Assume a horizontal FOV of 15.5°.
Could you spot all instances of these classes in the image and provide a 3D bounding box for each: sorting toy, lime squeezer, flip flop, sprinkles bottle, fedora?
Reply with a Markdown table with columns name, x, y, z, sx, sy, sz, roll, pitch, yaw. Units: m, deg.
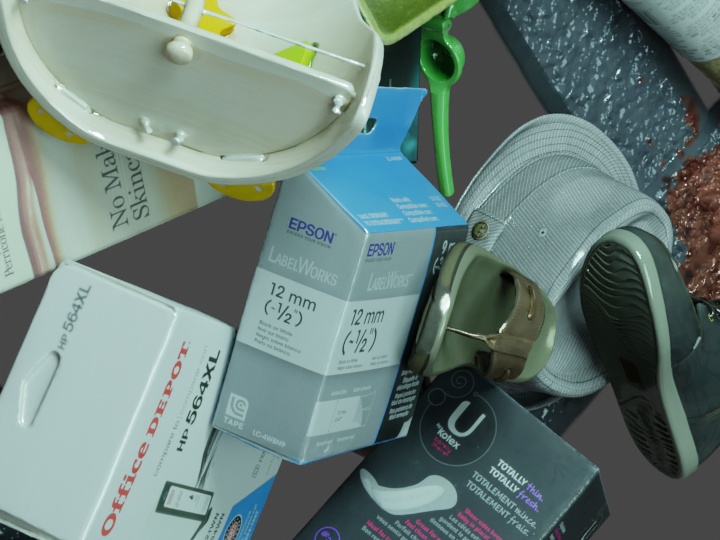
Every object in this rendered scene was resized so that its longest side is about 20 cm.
| name | x | y | z | sx | sy | sz | roll | pitch | yaw |
| --- | --- | --- | --- | --- | --- | --- | --- | --- | --- |
| sorting toy | -0.081 | -0.147 | 1.405 | 0.199 | 0.107 | 0.181 | 19 | 52 | -2 |
| lime squeezer | 0.059 | -0.149 | 1.650 | 0.071 | 0.038 | 0.201 | 9 | 97 | -70 |
| flip flop | 0.083 | 0.035 | 1.549 | 0.200 | 0.057 | 0.081 | 21 | 89 | -65 |
| sprinkles bottle | 0.219 | -0.178 | 1.734 | 0.200 | 0.068 | 0.068 | 36 | 80 | -38 |
| fedora | 0.139 | 0.004 | 1.707 | 0.200 | 0.090 | 0.177 | -52 | 127 | -14 |

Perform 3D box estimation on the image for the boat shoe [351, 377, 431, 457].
| name | x | y | z | sx | sy | sz | roll | pitch | yaw |
| --- | --- | --- | --- | --- | --- | --- | --- | --- | --- |
| boat shoe | 0.008 | 0.018 | 1.630 | 0.063 | 0.073 | 0.201 | -30 | 132 | -39 |

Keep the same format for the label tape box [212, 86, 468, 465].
| name | x | y | z | sx | sy | sz | roll | pitch | yaw |
| --- | --- | --- | --- | --- | --- | --- | --- | --- | --- |
| label tape box | 0.000 | 0.000 | 1.488 | 0.143 | 0.066 | 0.201 | -6 | 117 | -64 |

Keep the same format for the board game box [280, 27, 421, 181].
| name | x | y | z | sx | sy | sz | roll | pitch | yaw |
| --- | --- | --- | --- | --- | --- | --- | --- | --- | --- |
| board game box | -0.022 | -0.157 | 1.581 | 0.135 | 0.028 | 0.201 | -9 | 108 | -35 |

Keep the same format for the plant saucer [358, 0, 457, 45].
| name | x | y | z | sx | sy | sz | roll | pitch | yaw |
| --- | --- | --- | --- | --- | --- | --- | --- | --- | --- |
| plant saucer | 0.021 | -0.256 | 1.540 | 0.200 | 0.048 | 0.200 | -36 | 103 | -33 |

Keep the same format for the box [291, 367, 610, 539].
| name | x | y | z | sx | sy | sz | roll | pitch | yaw |
| --- | --- | --- | --- | --- | --- | --- | --- | --- | --- |
| box | 0.045 | 0.174 | 1.629 | 0.200 | 0.122 | 0.106 | -48 | 160 | -8 |

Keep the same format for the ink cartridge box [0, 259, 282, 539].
| name | x | y | z | sx | sy | sz | roll | pitch | yaw |
| --- | --- | --- | --- | --- | --- | --- | --- | --- | --- |
| ink cartridge box | -0.120 | 0.090 | 1.490 | 0.147 | 0.084 | 0.200 | -68 | 156 | -1 |

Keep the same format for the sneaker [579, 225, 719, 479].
| name | x | y | z | sx | sy | sz | roll | pitch | yaw |
| --- | --- | --- | --- | --- | --- | --- | --- | --- | --- |
| sneaker | 0.206 | 0.029 | 1.666 | 0.106 | 0.075 | 0.201 | -37 | 135 | -20 |

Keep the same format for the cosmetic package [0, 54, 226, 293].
| name | x | y | z | sx | sy | sz | roll | pitch | yaw |
| --- | --- | --- | --- | --- | --- | --- | --- | --- | --- |
| cosmetic package | -0.151 | -0.074 | 1.468 | 0.199 | 0.087 | 0.104 | -26 | 118 | -29 |
